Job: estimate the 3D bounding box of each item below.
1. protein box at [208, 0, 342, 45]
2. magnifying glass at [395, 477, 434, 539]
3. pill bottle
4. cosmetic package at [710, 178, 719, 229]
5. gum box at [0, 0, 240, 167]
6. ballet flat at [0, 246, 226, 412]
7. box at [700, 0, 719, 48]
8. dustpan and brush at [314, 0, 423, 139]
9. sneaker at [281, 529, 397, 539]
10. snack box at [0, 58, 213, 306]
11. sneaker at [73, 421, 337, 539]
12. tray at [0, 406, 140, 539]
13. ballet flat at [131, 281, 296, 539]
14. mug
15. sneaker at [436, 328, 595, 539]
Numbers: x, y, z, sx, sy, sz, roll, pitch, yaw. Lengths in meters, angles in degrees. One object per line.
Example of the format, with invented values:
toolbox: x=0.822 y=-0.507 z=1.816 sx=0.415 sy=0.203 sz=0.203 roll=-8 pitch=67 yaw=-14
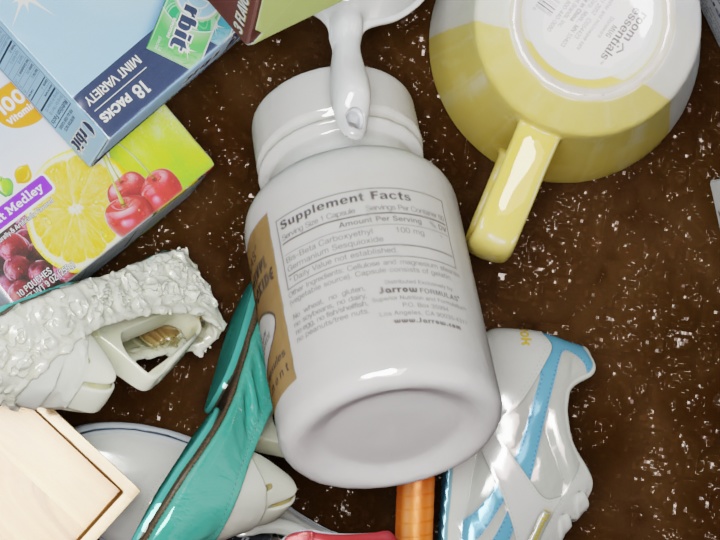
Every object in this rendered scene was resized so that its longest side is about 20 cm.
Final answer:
protein box: x=-0.028 y=-0.258 z=1.266 sx=0.198 sy=0.135 sz=0.200 roll=-28 pitch=66 yaw=-28
magnifying glass: x=0.028 y=0.193 z=1.351 sx=0.022 sy=0.080 sz=0.201 roll=0 pitch=92 yaw=-14
pill bottle: x=0.000 y=0.000 z=1.305 sx=0.114 sy=0.115 sz=0.201 roll=-10 pitch=57 yaw=-1
cosmetic package: x=0.234 y=0.043 z=1.322 sx=0.051 sy=0.151 sz=0.201 roll=-12 pitch=90 yaw=-2
gum box: x=-0.146 y=-0.183 z=1.341 sx=0.200 sy=0.045 sz=0.170 roll=48 pitch=63 yaw=-1
ballet flat: x=-0.134 y=0.036 z=1.302 sx=0.071 sy=0.200 sz=0.072 roll=10 pitch=110 yaw=31
box: x=0.225 y=-0.182 z=1.299 sx=0.104 sy=0.200 sz=0.185 roll=-26 pitch=90 yaw=-2
dustpan and brush: x=-0.008 y=-0.156 z=1.327 sx=0.139 sy=0.057 sz=0.201 roll=9 pitch=45 yaw=-20
sneaker: x=-0.049 y=0.202 z=1.271 sx=0.199 sy=0.071 sz=0.113 roll=-25 pitch=71 yaw=-13
snack box: x=-0.195 y=-0.085 z=1.344 sx=0.142 sy=0.053 sz=0.200 roll=-39 pitch=89 yaw=-27
sneaker: x=-0.076 y=0.137 z=1.358 sx=0.199 sy=0.071 sz=0.073 roll=23 pitch=89 yaw=0
tray: x=-0.220 y=0.082 z=1.315 sx=0.200 sy=0.037 sz=0.099 roll=43 pitch=82 yaw=-2
ballet flat: x=-0.058 y=0.089 z=1.322 sx=0.070 sy=0.067 sz=0.201 roll=28 pitch=51 yaw=-5
mug: x=0.116 y=-0.106 z=1.322 sx=0.148 sy=0.153 sz=0.188 roll=-9 pitch=90 yaw=-1
sneaker: x=0.082 y=0.132 z=1.358 sx=0.080 sy=0.077 sz=0.201 roll=4 pitch=91 yaw=-2
